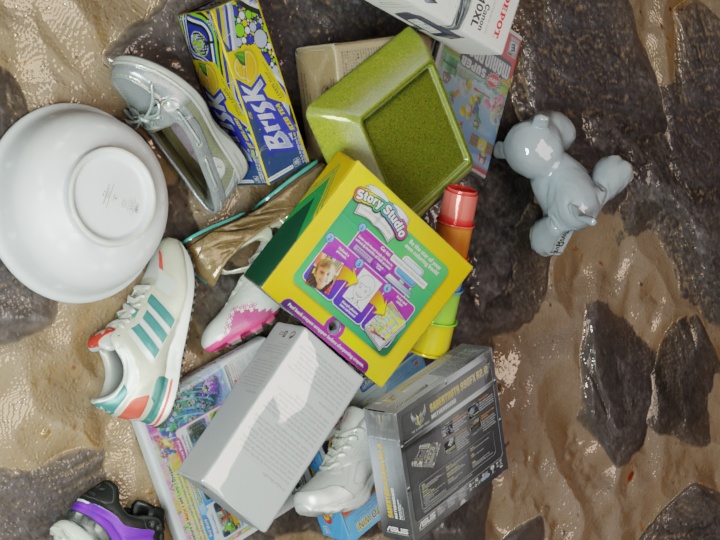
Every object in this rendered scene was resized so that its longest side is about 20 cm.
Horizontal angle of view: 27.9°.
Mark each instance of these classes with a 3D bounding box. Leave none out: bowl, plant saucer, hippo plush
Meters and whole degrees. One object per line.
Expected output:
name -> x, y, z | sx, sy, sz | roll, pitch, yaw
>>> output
bowl -> -0.265, -0.070, 1.436 | 0.199, 0.090, 0.204 | 2, 87, -36
plant saucer -> 0.050, -0.148, 1.666 | 0.200, 0.048, 0.202 | -42, 119, -33
hippo plush -> 0.243, -0.119, 1.912 | 0.161, 0.159, 0.200 | 47, 41, 1

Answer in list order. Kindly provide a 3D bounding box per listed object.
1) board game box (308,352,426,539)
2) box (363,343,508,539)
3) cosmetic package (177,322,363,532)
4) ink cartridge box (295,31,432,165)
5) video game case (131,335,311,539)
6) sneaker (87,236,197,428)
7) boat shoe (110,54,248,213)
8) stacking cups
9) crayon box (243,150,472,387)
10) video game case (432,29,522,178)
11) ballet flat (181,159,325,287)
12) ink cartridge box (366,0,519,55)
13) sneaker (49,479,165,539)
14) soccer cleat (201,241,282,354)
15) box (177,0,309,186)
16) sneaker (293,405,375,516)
board game box -> 0.007, 0.186, 1.740 | 0.199, 0.055, 0.198 | -34, 115, -36
box -> 0.089, 0.195, 1.661 | 0.199, 0.048, 0.161 | -29, 116, -46
cosmetic package -> -0.096, 0.168, 1.575 | 0.101, 0.071, 0.201 | 42, 72, -25
ink cartridge box -> 0.014, -0.173, 1.713 | 0.163, 0.075, 0.203 | -14, 101, -43
video game case -> -0.150, 0.202, 1.607 | 0.181, 0.024, 0.203 | -28, 111, -31
sneaker -> -0.231, 0.058, 1.504 | 0.092, 0.070, 0.203 | 13, 78, -29
boat shoe -> -0.195, -0.146, 1.524 | 0.202, 0.074, 0.065 | 51, 56, -40
stacking cups -> 0.100, 0.000, 1.704 | 0.060, 0.060, 0.203 | 1, 107, -42
crayon box -> 0.000, 0.000, 1.593 | 0.200, 0.058, 0.173 | 41, 84, -29
video game case -> 0.137, -0.238, 1.861 | 0.142, 0.017, 0.203 | 25, 76, -41
ballet flat -> -0.106, -0.045, 1.592 | 0.199, 0.068, 0.073 | -34, 91, -25
ink cartridge box -> 0.095, -0.352, 1.663 | 0.199, 0.084, 0.147 | 21, 85, -38
sneaker -> -0.229, 0.298, 1.519 | 0.100, 0.069, 0.201 | -54, 125, -29
soccer cleat -> -0.113, 0.019, 1.623 | 0.199, 0.070, 0.087 | -33, 92, -34
box -> -0.127, -0.198, 1.588 | 0.070, 0.064, 0.202 | -32, 113, -37
sneaker -> -0.013, 0.209, 1.645 | 0.199, 0.077, 0.101 | -28, 104, -48
